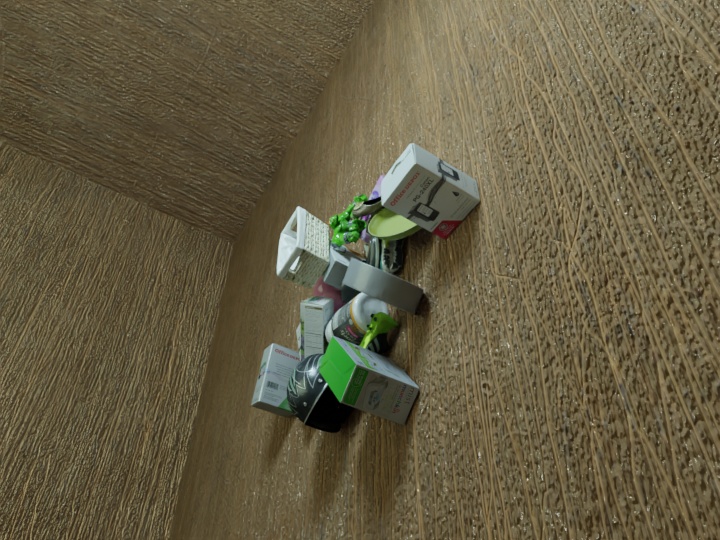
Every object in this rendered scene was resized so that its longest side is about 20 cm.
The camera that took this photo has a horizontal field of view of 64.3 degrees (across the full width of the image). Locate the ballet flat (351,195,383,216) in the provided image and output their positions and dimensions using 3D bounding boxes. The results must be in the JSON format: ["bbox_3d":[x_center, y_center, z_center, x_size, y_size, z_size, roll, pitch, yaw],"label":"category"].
[{"bbox_3d":[0.061,-0.200,1.613,0.194,0.047,0.068,-16,28,21],"label":"ballet flat"}]

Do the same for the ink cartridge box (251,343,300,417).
[{"bbox_3d":[-0.273,0.374,1.944,0.084,0.142,0.206,-34,39,52],"label":"ink cartridge box"}]

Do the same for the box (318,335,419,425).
[{"bbox_3d":[0.016,0.250,1.335,0.099,0.173,0.199,-64,22,3],"label":"box"}]

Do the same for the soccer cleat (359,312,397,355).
[{"bbox_3d":[0.028,0.205,1.469,0.204,0.079,0.068,-62,20,9],"label":"soccer cleat"}]

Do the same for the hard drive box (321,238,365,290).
[{"bbox_3d":[-0.048,-0.007,1.756,0.078,0.153,0.201,-58,24,15],"label":"hard drive box"}]

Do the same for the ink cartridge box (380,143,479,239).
[{"bbox_3d":[0.162,-0.185,1.364,0.146,0.195,0.085,-48,28,38],"label":"ink cartridge box"}]

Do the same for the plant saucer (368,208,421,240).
[{"bbox_3d":[0.115,-0.137,1.542,0.195,0.032,0.202,-22,28,12],"label":"plant saucer"}]

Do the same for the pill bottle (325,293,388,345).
[{"bbox_3d":[-0.015,0.147,1.587,0.199,0.114,0.120,-40,34,50],"label":"pill bottle"}]

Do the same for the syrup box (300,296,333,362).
[{"bbox_3d":[-0.127,0.186,1.693,0.078,0.079,0.208,-29,-59,-66],"label":"syrup box"}]

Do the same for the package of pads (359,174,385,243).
[{"bbox_3d":[0.060,-0.185,1.774,0.204,0.074,0.121,-63,20,14],"label":"package of pads"}]

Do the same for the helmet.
[{"bbox_3d":[-0.107,0.321,1.538,0.201,0.186,0.204,-49,28,37],"label":"helmet"}]

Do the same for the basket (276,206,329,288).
[{"bbox_3d":[-0.169,-0.066,1.728,0.136,0.121,0.203,-50,28,31],"label":"basket"}]

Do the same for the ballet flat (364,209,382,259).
[{"bbox_3d":[0.042,-0.090,1.684,0.061,0.068,0.207,14,101,28],"label":"ballet flat"}]

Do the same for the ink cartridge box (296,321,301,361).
[{"bbox_3d":[-0.136,0.210,1.854,0.147,0.082,0.202,-59,24,21],"label":"ink cartridge box"}]

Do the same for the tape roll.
[{"bbox_3d":[0.055,0.039,1.410,0.068,0.196,0.199,-66,22,-2],"label":"tape roll"}]

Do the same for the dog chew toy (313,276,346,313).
[{"bbox_3d":[-0.082,0.107,1.791,0.126,0.122,0.204,-52,35,32],"label":"dog chew toy"}]

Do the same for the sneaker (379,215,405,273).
[{"bbox_3d":[0.083,-0.077,1.626,0.080,0.075,0.206,124,161,-60],"label":"sneaker"}]

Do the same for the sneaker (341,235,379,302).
[{"bbox_3d":[0.000,0.000,1.621,0.075,0.102,0.208,-51,-33,-84],"label":"sneaker"}]

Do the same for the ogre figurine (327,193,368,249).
[{"bbox_3d":[-0.035,-0.137,1.728,0.118,0.097,0.206,-31,50,34],"label":"ogre figurine"}]
